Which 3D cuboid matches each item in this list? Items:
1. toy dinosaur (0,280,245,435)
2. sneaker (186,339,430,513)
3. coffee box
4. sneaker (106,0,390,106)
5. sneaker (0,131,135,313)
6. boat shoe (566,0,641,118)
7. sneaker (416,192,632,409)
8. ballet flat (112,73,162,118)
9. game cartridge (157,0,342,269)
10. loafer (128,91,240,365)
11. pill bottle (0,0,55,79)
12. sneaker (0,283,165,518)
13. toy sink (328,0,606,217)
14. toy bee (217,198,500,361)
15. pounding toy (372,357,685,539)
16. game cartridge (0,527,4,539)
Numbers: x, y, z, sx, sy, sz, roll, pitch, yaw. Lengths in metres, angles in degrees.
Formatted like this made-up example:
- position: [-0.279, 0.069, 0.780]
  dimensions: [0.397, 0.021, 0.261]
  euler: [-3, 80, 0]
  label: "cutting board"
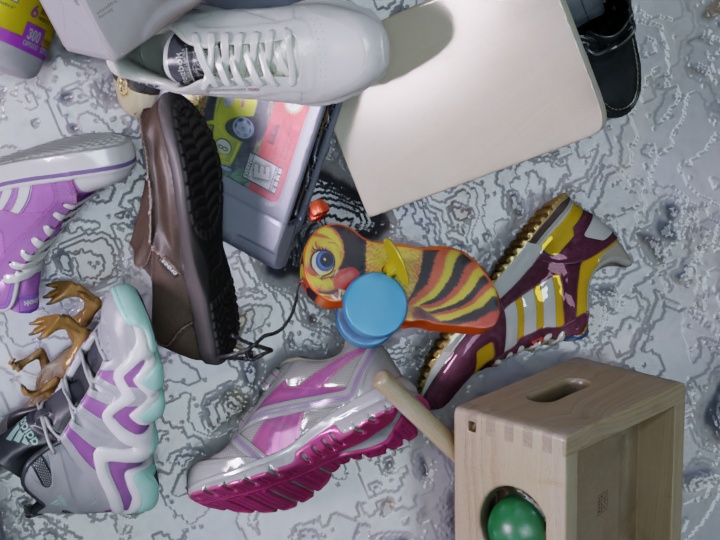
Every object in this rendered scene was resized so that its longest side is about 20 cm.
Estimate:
- position: [-0.198, 0.058, 1.245]
  dimensions: [0.199, 0.061, 0.107]
  euler: [-29, 126, -2]
  label: "toy dinosaur"
- position: [-0.047, 0.117, 1.253]
  dimensions: [0.199, 0.081, 0.089]
  euler: [-27, 59, 8]
  label: "sneaker"
- position: [-0.129, -0.244, 1.101]
  dimensions: [0.200, 0.080, 0.114]
  euler: [-38, 121, -22]
  label: "coffee box"
- position: [-0.076, -0.145, 1.122]
  dimensions: [0.198, 0.080, 0.077]
  euler: [1, 103, 26]
  label: "sneaker"
- position: [-0.231, -0.031, 1.193]
  dimensions: [0.199, 0.073, 0.115]
  euler: [-13, 102, 32]
  label: "sneaker"
- position: [0.173, -0.195, 1.236]
  dimensions: [0.074, 0.066, 0.200]
  euler: [-30, 118, -13]
  label: "boat shoe"
- position: [0.126, 0.041, 1.267]
  dimensions: [0.090, 0.075, 0.200]
  euler: [38, 89, -3]
  label: "sneaker"
- position: [-0.175, -0.205, 1.195]
  dimensions: [0.057, 0.066, 0.202]
  euler: [-27, 128, -39]
  label: "ballet flat"
- position: [-0.083, -0.116, 1.199]
  dimensions: [0.133, 0.041, 0.201]
  euler: [29, 115, 22]
  label: "game cartridge"
- position: [-0.139, -0.027, 1.184]
  dimensions: [0.070, 0.073, 0.202]
  euler: [-3, 103, 17]
  label: "loafer"
- position: [-0.248, -0.248, 1.188]
  dimensions: [0.103, 0.104, 0.202]
  euler: [20, 91, -8]
  label: "pill bottle"
- position: [-0.215, 0.105, 1.183]
  dimensions: [0.139, 0.078, 0.201]
  euler: [-7, 123, -18]
  label: "sneaker"
- position: [0.084, -0.140, 1.194]
  dimensions: [0.199, 0.112, 0.131]
  euler: [-20, 96, 29]
  label: "toy sink"
- position: [0.000, 0.000, 1.187]
  dimensions: [0.198, 0.131, 0.110]
  euler: [-2, 80, -29]
  label: "toy bee"
- position: [0.126, 0.153, 1.210]
  dimensions: [0.199, 0.141, 0.186]
  euler: [-16, 110, -45]
  label: "pounding toy"
- position: [-0.285, 0.206, 1.186]
  dimensions: [0.041, 0.133, 0.202]
  euler: [-16, 95, -6]
  label: "game cartridge"
